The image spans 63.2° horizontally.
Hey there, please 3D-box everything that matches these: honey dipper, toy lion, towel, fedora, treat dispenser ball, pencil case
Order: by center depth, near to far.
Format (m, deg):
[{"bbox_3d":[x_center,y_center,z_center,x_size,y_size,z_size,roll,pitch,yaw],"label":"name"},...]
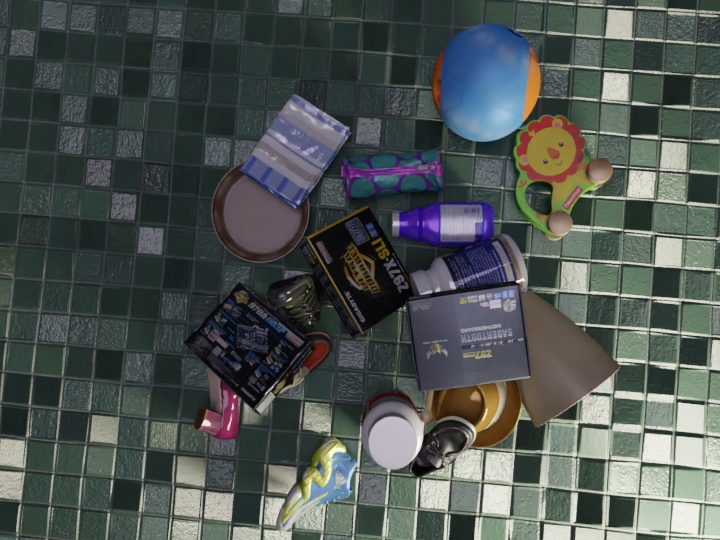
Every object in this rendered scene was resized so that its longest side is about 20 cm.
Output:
[{"bbox_3d":[0.194,0.240,1.074,0.197,0.081,0.206,6,101,34],"label":"fedora"},{"bbox_3d":[0.228,-0.343,1.077,0.195,0.201,0.207,0,88,2],"label":"treat dispenser ball"},{"bbox_3d":[0.136,0.180,1.083,0.037,0.038,0.204,15,66,2],"label":"honey dipper"},{"bbox_3d":[0.062,-0.187,1.131,0.194,0.092,0.088,-6,88,2],"label":"pencil case"},{"bbox_3d":[0.370,-0.192,1.142,0.190,0.069,0.201,38,90,10],"label":"toy lion"},{"bbox_3d":[-0.126,-0.237,1.151,0.145,0.024,0.202,32,76,3],"label":"towel"}]

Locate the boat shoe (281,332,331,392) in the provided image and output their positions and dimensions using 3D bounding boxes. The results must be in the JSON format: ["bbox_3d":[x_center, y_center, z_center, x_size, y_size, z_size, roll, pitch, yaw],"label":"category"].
[{"bbox_3d":[-0.139,0.191,1.127,0.197,0.063,0.072,-31,110,2],"label":"boat shoe"}]

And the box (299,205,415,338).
[{"bbox_3d":[0.000,0.000,1.109,0.158,0.049,0.203,-29,87,-35],"label":"box"}]

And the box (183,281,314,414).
[{"bbox_3d":[-0.209,0.142,1.099,0.198,0.046,0.160,35,72,21],"label":"box"}]

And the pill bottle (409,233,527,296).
[{"bbox_3d":[0.196,0.018,1.079,0.196,0.116,0.118,-20,87,-4],"label":"pill bottle"}]

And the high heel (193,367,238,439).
[{"bbox_3d":[-0.257,0.227,1.157,0.066,0.096,0.204,6,71,43],"label":"high heel"}]

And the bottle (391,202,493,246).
[{"bbox_3d":[0.158,-0.089,1.137,0.194,0.065,0.086,0,86,2],"label":"bottle"}]

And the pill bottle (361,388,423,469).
[{"bbox_3d":[0.056,0.286,1.058,0.109,0.200,0.116,0,88,2],"label":"pill bottle"}]

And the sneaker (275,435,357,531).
[{"bbox_3d":[-0.077,0.426,1.119,0.104,0.076,0.202,33,88,2],"label":"sneaker"}]

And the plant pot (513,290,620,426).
[{"bbox_3d":[0.336,0.146,1.081,0.185,0.187,0.202,-34,73,0],"label":"plant pot"}]

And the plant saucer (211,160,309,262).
[{"bbox_3d":[-0.197,-0.117,1.165,0.195,0.032,0.206,0,87,2],"label":"plant saucer"}]

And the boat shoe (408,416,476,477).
[{"bbox_3d":[0.139,0.326,1.056,0.074,0.199,0.066,40,51,-2],"label":"boat shoe"}]

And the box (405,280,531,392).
[{"bbox_3d":[0.182,0.113,1.002,0.195,0.051,0.162,-8,96,7],"label":"box"}]

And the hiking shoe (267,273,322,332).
[{"bbox_3d":[-0.106,0.062,1.072,0.074,0.200,0.103,-15,89,16],"label":"hiking shoe"}]
